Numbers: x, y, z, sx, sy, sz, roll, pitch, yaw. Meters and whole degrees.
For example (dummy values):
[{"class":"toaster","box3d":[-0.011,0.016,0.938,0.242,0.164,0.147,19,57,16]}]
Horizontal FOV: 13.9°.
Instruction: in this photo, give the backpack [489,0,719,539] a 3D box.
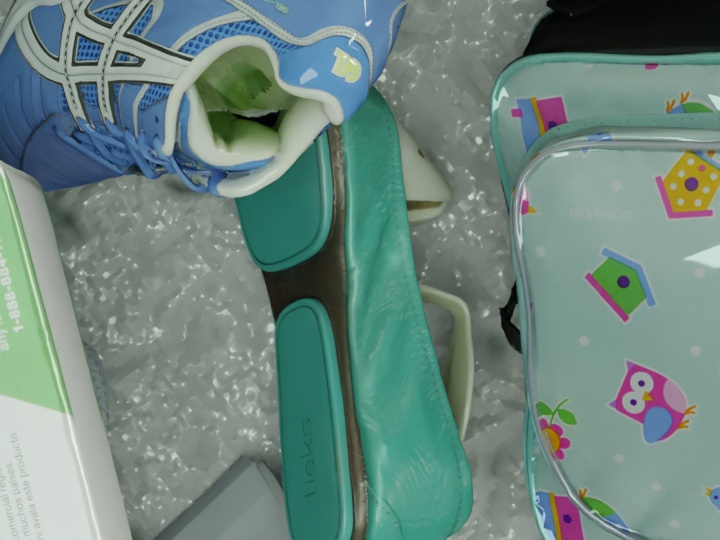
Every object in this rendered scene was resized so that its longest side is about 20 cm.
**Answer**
[{"class":"backpack","box3d":[0.130,0.019,0.941,0.175,0.153,0.201,-1,115,13]}]

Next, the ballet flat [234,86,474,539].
[{"class":"ballet flat","box3d":[0.000,0.000,0.982,0.070,0.067,0.202,-4,82,-35]}]

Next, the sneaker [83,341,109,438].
[{"class":"sneaker","box3d":[-0.145,0.108,0.951,0.114,0.075,0.201,9,59,-13]}]

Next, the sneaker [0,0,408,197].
[{"class":"sneaker","box3d":[-0.060,-0.061,0.922,0.075,0.200,0.077,29,57,-27]}]

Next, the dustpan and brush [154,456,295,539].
[{"class":"dustpan and brush","box3d":[-0.043,0.164,0.957,0.139,0.057,0.200,-43,59,6]}]

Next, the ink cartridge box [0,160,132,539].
[{"class":"ink cartridge box","box3d":[-0.176,0.064,0.865,0.199,0.088,0.146,-16,88,1]}]
